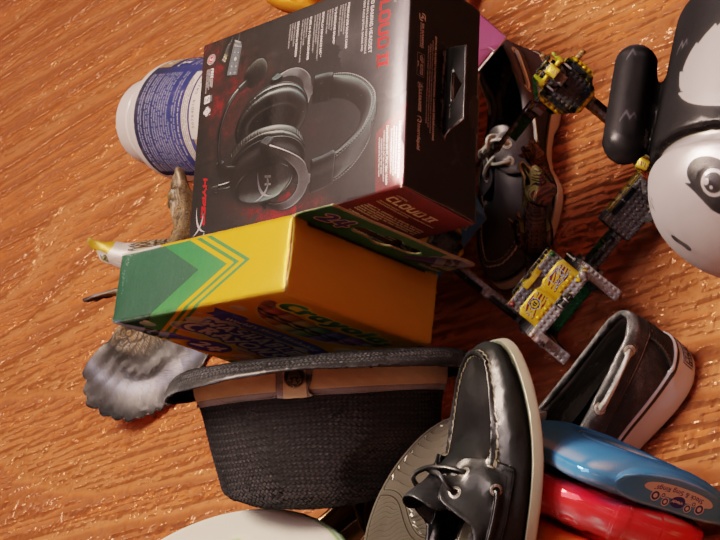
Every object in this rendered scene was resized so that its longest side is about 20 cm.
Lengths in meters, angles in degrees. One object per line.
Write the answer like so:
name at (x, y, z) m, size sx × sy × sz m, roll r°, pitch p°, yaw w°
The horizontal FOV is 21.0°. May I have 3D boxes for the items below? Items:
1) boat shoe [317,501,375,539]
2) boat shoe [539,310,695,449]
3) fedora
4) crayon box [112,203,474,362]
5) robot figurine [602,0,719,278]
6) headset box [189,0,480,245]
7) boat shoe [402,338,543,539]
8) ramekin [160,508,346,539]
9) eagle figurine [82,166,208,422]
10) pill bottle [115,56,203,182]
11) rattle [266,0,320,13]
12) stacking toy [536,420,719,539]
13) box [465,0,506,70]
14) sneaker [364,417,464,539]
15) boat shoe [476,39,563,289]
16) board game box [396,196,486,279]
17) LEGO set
boat shoe at (0.022, 0.157, 1.265) m, size 0.200 × 0.067 × 0.072 m, roll -45°, pitch 32°, yaw 20°
boat shoe at (0.116, 0.111, 1.170) m, size 0.199 × 0.068 × 0.074 m, roll -50°, pitch 30°, yaw 13°
fedora at (-0.021, 0.102, 1.212) m, size 0.200 × 0.200 × 0.092 m, roll -12°, pitch 80°, yaw 51°
crayon box at (-0.044, 0.015, 1.211) m, size 0.200 × 0.125 × 0.052 m, roll -12°, pitch 65°, yaw 45°
robot figurine at (0.235, -0.092, 1.128) m, size 0.150 × 0.125 × 0.201 m, roll -14°, pitch 53°, yaw 48°
headset box at (-0.009, -0.090, 1.225) m, size 0.199 × 0.077 × 0.150 m, roll -15°, pitch 64°, yaw 39°
boat shoe at (0.054, 0.135, 1.054) m, size 0.074 × 0.066 × 0.200 m, roll 172°, pitch 103°, yaw -68°
ramekin at (-0.072, 0.236, 1.175) m, size 0.199 × 0.098 × 0.200 m, roll -15°, pitch 32°, yaw 9°
eagle figurine at (-0.167, 0.013, 1.653) m, size 0.152 × 0.151 × 0.200 m, roll -30°, pitch -27°, yaw -39°
pill bottle at (-0.138, -0.134, 1.730) m, size 0.200 × 0.111 × 0.111 m, roll 5°, pitch 66°, yaw 57°
rattle at (0.036, -0.271, 1.586) m, size 0.200 × 0.143 × 0.130 m, roll -52°, pitch 11°, yaw 20°
stacking toy at (0.116, 0.193, 1.080) m, size 0.110 × 0.116 × 0.201 m, roll 23°, pitch 92°, yaw 62°
box at (0.000, -0.139, 1.432) m, size 0.176 × 0.097 × 0.200 m, roll -50°, pitch 10°, yaw 3°
sneaker at (0.057, 0.192, 1.140) m, size 0.075 × 0.106 × 0.201 m, roll -8°, pitch 56°, yaw 43°
boat shoe at (0.100, -0.080, 1.377) m, size 0.073 × 0.063 × 0.201 m, roll -24°, pitch 45°, yaw 40°
board game box at (0.000, 0.000, 1.396) m, size 0.196 × 0.056 × 0.200 m, roll -52°, pitch 10°, yaw 10°
LEGO set at (0.123, -0.038, 1.214) m, size 0.200 × 0.154 × 0.116 m, roll -43°, pitch 4°, yaw 3°
